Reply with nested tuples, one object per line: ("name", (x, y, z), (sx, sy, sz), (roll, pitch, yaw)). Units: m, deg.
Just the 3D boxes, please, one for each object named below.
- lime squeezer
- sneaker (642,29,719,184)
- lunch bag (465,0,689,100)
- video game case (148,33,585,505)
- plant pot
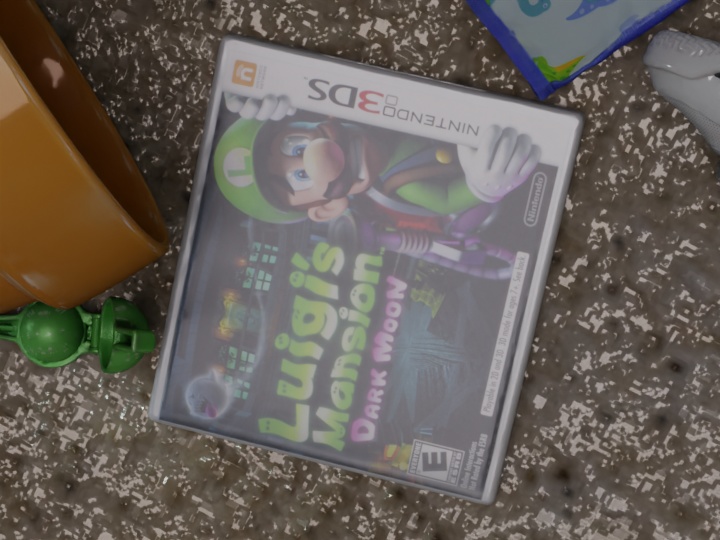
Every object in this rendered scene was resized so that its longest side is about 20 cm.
("lime squeezer", (-0.152, 0.034, 0.798), (0.200, 0.071, 0.038), (3, 105, 40))
("sneaker", (0.191, -0.017, 0.740), (0.200, 0.075, 0.115), (37, 99, -2))
("lunch bag", (0.093, -0.198, 0.710), (0.170, 0.127, 0.200), (-34, 110, 12))
("video game case", (0.000, 0.000, 0.799), (0.181, 0.023, 0.200), (13, 101, 7))
("plant pot", (-0.215, -0.045, 0.719), (0.183, 0.200, 0.200), (-32, 93, 1))
